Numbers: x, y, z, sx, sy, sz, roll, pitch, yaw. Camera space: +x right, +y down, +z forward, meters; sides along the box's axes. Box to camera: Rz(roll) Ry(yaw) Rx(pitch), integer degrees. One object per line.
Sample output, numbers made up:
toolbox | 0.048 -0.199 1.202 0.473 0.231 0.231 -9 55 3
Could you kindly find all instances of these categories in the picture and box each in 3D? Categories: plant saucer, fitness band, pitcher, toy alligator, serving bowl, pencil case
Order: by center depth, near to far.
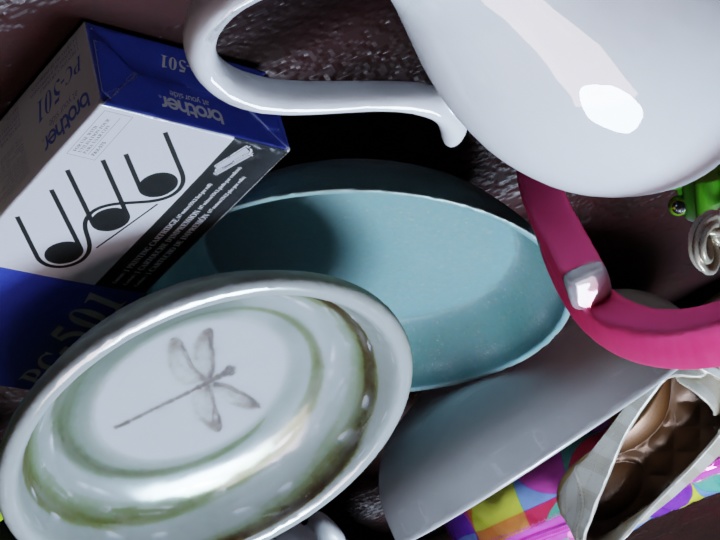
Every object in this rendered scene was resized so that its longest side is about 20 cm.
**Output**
pitcher | 0.048 -0.092 0.714 0.171 0.122 0.199 -35 138 25
fitness band | 0.140 -0.037 0.786 0.143 0.201 0.038 -22 125 4
plant saucer | -0.075 0.060 0.875 0.199 0.050 0.201 -18 141 -15
toy alligator | 0.167 -0.041 0.885 0.054 0.060 0.200 2 -160 30
plant saucer | 0.000 0.000 0.893 0.198 0.036 0.200 1 151 0
serving bowl | 0.087 0.066 1.026 0.199 0.066 0.200 -32 176 -3
pencil case | 0.146 0.136 1.196 0.199 0.089 0.088 -29 150 14

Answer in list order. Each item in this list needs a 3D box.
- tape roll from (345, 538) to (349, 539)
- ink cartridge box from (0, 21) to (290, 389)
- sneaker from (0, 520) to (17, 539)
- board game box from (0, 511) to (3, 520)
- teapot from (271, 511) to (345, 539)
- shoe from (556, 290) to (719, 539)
tape roll | 0.055 0.222 1.214 0.037 0.202 0.203 -63 148 -8
ink cartridge box | -0.127 -0.019 0.817 0.094 0.044 0.200 11 141 -39
sneaker | -0.169 0.131 0.949 0.081 0.200 0.078 -17 120 -27
board game box | -0.251 0.058 0.825 0.048 0.102 0.199 -35 147 31
teapot | -0.068 0.194 1.089 0.146 0.200 0.198 -44 140 -10
shoe | 0.189 0.087 1.105 0.070 0.053 0.200 37 107 -5
